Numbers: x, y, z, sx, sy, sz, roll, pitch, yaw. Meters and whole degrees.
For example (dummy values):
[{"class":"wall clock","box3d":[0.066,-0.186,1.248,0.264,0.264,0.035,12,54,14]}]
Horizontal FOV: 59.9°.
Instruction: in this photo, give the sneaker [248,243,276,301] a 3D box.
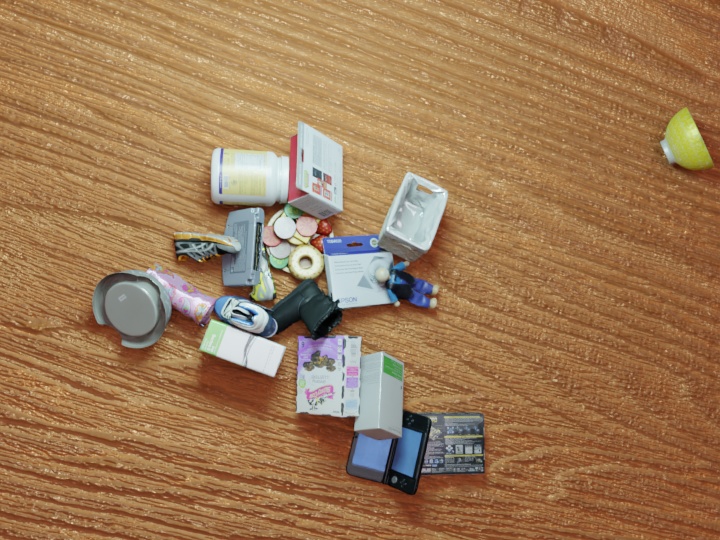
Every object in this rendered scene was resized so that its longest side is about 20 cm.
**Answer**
[{"class":"sneaker","box3d":[-0.282,-0.015,1.666,0.075,0.075,0.202,-15,81,-7]}]

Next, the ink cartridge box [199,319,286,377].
[{"class":"ink cartridge box","box3d":[-0.299,0.200,1.595,0.198,0.145,0.085,22,80,-7]}]

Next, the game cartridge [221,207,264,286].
[{"class":"game cartridge","box3d":[-0.311,-0.059,1.641,0.040,0.132,0.203,13,78,-52]}]

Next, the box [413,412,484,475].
[{"class":"box","box3d":[0.241,0.473,1.711,0.197,0.049,0.164,1,84,-10]}]

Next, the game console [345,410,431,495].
[{"class":"game console","box3d":[0.075,0.466,1.650,0.116,0.175,0.202,21,78,-36]}]

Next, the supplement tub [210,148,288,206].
[{"class":"supplement tub","box3d":[-0.293,-0.245,1.657,0.197,0.145,0.147,2,82,-11]}]

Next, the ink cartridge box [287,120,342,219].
[{"class":"ink cartridge box","box3d":[-0.132,-0.265,1.657,0.175,0.083,0.203,24,59,-46]}]

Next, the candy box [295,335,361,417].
[{"class":"candy box","box3d":[-0.083,0.271,1.615,0.071,0.166,0.203,11,77,-50]}]

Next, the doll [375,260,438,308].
[{"class":"doll","box3d":[0.123,0.037,1.719,0.198,0.048,0.138,21,68,-26]}]

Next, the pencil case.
[{"class":"pencil case","box3d":[-0.472,0.064,1.615,0.199,0.087,0.088,32,78,-6]}]

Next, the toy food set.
[{"class":"toy food set","box3d":[-0.169,-0.085,1.708,0.196,0.049,0.202,29,79,-6]}]

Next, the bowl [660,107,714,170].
[{"class":"bowl","box3d":[0.995,-0.387,1.927,0.107,0.200,0.202,-25,87,29]}]

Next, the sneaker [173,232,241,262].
[{"class":"sneaker","box3d":[-0.400,-0.056,1.630,0.198,0.078,0.078,6,93,23]}]

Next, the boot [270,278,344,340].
[{"class":"boot","box3d":[-0.145,0.124,1.619,0.198,0.162,0.073,-44,136,-4]}]

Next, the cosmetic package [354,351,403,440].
[{"class":"cosmetic package","box3d":[0.050,0.328,1.628,0.107,0.084,0.202,32,50,-44]}]

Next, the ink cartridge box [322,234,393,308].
[{"class":"ink cartridge box","box3d":[0.000,0.000,1.711,0.197,0.041,0.203,-5,83,-25]}]

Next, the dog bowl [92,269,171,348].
[{"class":"dog bowl","box3d":[-0.565,0.090,1.562,0.197,0.059,0.203,3,109,9]}]

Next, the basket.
[{"class":"basket","box3d":[0.138,-0.141,1.718,0.134,0.123,0.202,25,65,-7]}]

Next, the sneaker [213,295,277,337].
[{"class":"sneaker","box3d":[-0.310,0.100,1.577,0.198,0.147,0.081,24,78,20]}]
